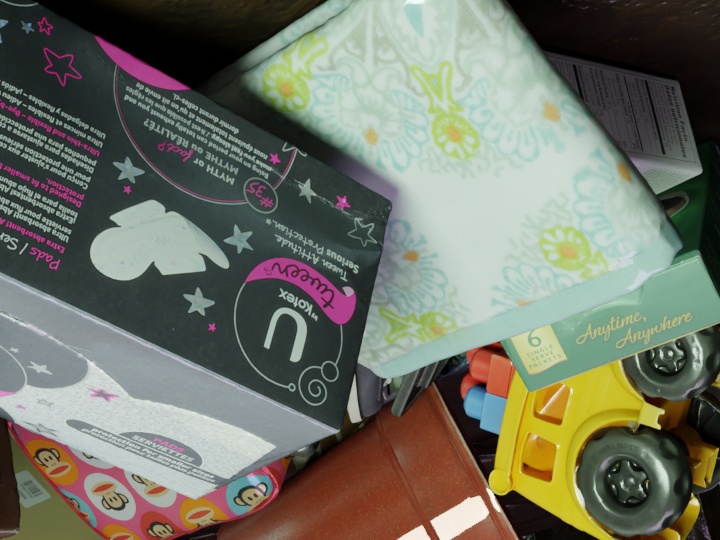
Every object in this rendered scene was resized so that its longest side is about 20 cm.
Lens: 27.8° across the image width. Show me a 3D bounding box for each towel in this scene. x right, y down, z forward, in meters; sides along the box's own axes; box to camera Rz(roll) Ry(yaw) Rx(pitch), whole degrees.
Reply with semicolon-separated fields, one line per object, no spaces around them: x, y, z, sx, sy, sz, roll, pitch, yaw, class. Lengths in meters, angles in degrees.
0.018;-0.037;0.648;0.199;0.048;0.171;-25;118;42;towel

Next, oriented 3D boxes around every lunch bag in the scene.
-0.155;0.103;1.024;0.199;0.176;0.082;-22;-154;39;lunch bag

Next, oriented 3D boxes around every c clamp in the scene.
0.071;0.018;0.959;0.171;0.027;0.200;-51;171;-16;c clamp

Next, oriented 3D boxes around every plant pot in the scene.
0.014;0.206;1.063;0.194;0.202;0.201;-29;163;2;plant pot

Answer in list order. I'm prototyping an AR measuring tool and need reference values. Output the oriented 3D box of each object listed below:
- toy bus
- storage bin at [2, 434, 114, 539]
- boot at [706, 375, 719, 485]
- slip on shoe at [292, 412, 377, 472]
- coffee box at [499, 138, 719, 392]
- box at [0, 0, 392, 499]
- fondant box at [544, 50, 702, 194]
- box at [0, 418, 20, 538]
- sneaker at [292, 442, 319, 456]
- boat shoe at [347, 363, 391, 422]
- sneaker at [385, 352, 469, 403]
0.154;0.065;0.961;0.191;0.202;0.135;20;-162;29;toy bus
-0.298;0.217;1.132;0.198;0.200;0.094;-18;127;-36;storage bin
0.235;0.088;1.038;0.198;0.156;0.072;-15;163;7;boot
-0.032;0.091;1.093;0.076;0.061;0.201;-30;147;-13;slip on shoe
0.154;-0.007;0.844;0.122;0.044;0.200;-23;-166;22;coffee box
-0.111;-0.002;0.594;0.199;0.115;0.132;28;147;-22;box
0.062;-0.058;0.769;0.199;0.059;0.144;5;157;-43;fondant box
-0.320;0.087;0.794;0.199;0.166;0.165;-20;163;29;box
-0.090;0.024;0.825;0.114;0.076;0.201;-4;125;17;sneaker
0.014;0.040;0.857;0.062;0.073;0.200;-13;161;-1;boat shoe
0.020;0.079;1.181;0.199;0.078;0.086;-18;170;28;sneaker
